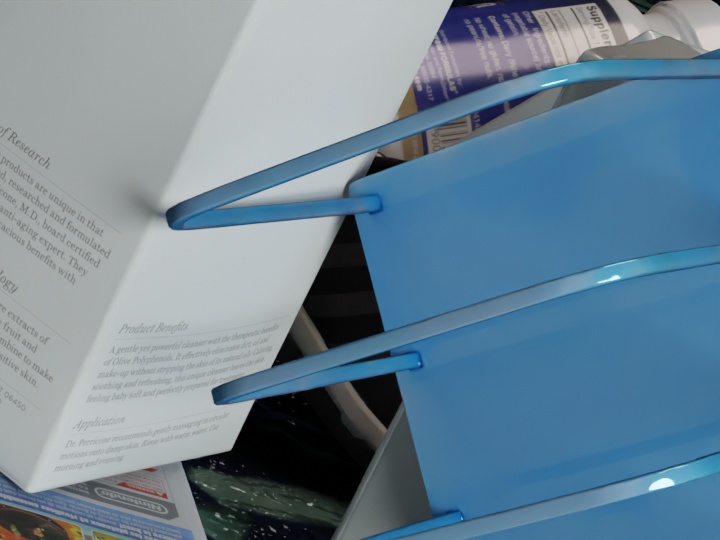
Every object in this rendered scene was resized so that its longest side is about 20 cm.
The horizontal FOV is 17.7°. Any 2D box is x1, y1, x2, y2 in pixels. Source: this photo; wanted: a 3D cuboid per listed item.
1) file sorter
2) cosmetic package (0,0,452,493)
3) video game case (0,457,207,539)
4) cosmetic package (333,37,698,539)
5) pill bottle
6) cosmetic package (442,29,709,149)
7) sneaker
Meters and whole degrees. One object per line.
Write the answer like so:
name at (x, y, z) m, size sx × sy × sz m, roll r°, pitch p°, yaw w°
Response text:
file sorter at (0.050, 0.056, 0.577) m, size 0.122 × 0.138 × 0.201 m, roll -6°, pitch 80°, yaw -56°
cosmetic package at (-0.050, -0.046, 0.648) m, size 0.085 × 0.201 × 0.107 m, roll 34°, pitch 17°, yaw 24°
video game case at (-0.104, 0.067, 0.611) m, size 0.142 × 0.018 × 0.200 m, roll 20°, pitch 18°, yaw -23°
cosmetic package at (0.076, 0.043, 0.697) m, size 0.107 × 0.201 × 0.090 m, roll 33°, pitch 20°, yaw 16°
pill bottle at (0.084, -0.076, 1.138) m, size 0.199 × 0.116 × 0.116 m, roll -8°, pitch 27°, yaw -16°
cosmetic package at (0.106, -0.029, 1.028) m, size 0.150 × 0.200 × 0.052 m, roll 8°, pitch 62°, yaw -44°
sneaker at (0.000, 0.000, 0.835) m, size 0.200 × 0.083 × 0.072 m, roll 53°, pitch 4°, yaw -23°
